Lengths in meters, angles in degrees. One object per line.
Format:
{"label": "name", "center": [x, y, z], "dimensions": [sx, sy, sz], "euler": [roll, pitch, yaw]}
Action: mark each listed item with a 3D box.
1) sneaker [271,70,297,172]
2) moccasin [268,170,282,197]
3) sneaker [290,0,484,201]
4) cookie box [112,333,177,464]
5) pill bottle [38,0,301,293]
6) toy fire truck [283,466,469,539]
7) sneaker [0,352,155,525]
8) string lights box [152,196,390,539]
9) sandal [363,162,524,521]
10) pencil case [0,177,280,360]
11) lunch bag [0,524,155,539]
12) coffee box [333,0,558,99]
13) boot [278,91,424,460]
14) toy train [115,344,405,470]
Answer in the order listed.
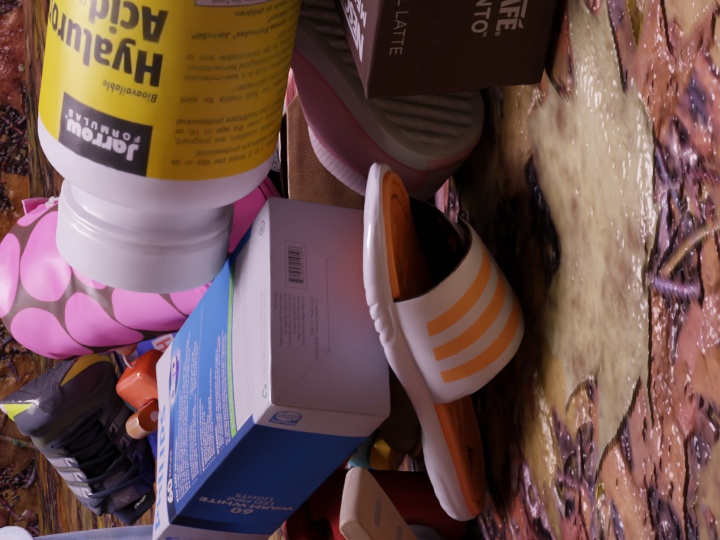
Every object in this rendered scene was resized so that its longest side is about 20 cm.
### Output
{"label": "sneaker", "center": [-0.016, -0.141, 1.178], "dimensions": [0.078, 0.082, 0.200], "euler": [-78, 8, -59]}
{"label": "moccasin", "center": [-0.046, -0.135, 1.257], "dimensions": [0.068, 0.080, 0.201], "euler": [-116, 21, -85]}
{"label": "sneaker", "center": [-0.015, -0.116, 1.073], "dimensions": [0.201, 0.075, 0.105], "euler": [57, 163, 14]}
{"label": "cookie box", "center": [-0.121, 0.041, 1.423], "dimensions": [0.200, 0.075, 0.172], "euler": [-126, 16, -78]}
{"label": "pill bottle", "center": [-0.086, -0.095, 0.991], "dimensions": [0.111, 0.111, 0.201], "euler": [-115, 31, -56]}
{"label": "toy fire truck", "center": [0.014, 0.154, 1.068], "dimensions": [0.176, 0.128, 0.200], "euler": [-107, 30, -44]}
{"label": "sneaker", "center": [-0.160, 0.103, 1.350], "dimensions": [0.081, 0.074, 0.200], "euler": [56, 178, 16]}
{"label": "string lights box", "center": [-0.048, 0.056, 1.062], "dimensions": [0.200, 0.059, 0.103], "euler": [129, 144, -59]}
{"label": "sandal", "center": [0.048, 0.030, 1.000], "dimensions": [0.079, 0.059, 0.207], "euler": [-85, -18, -46]}
{"label": "pencil case", "center": [-0.120, -0.010, 1.183], "dimensions": [0.200, 0.091, 0.094], "euler": [-14, 74, 47]}
{"label": "lunch bag", "center": [-0.139, 0.215, 1.088], "dimensions": [0.170, 0.199, 0.128], "euler": [-113, 24, -55]}
{"label": "coffee box", "center": [0.024, -0.182, 0.955], "dimensions": [0.115, 0.079, 0.200], "euler": [98, 162, -44]}
{"label": "boot", "center": [0.000, 0.000, 1.135], "dimensions": [0.074, 0.075, 0.201], "euler": [149, 115, -73]}
{"label": "toy train", "center": [-0.061, 0.083, 1.225], "dimensions": [0.200, 0.150, 0.056], "euler": [-24, 29, 55]}
